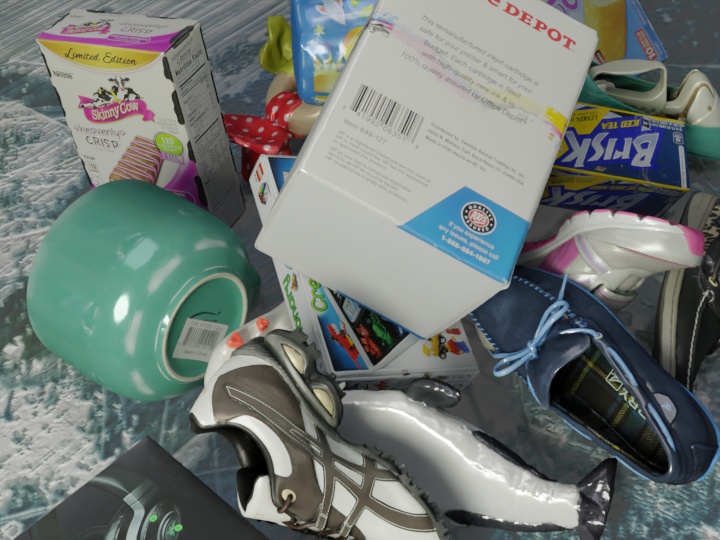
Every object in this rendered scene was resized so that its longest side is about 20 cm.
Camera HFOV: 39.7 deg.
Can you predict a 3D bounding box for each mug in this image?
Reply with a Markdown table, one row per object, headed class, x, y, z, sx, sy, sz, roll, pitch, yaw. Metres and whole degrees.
| class | x | y | z | sx | sy | sz | roll | pitch | yaw |
| --- | --- | --- | --- | --- | --- | --- | --- | --- | --- |
| mug | -0.145 | 0.012 | 0.762 | 0.114 | 0.153 | 0.185 | 26 | 51 | 31 |

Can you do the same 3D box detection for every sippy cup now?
| class | x | y | z | sx | sy | sz | roll | pitch | yaw |
| --- | --- | --- | --- | --- | --- | --- | --- | --- | --- |
| sippy cup | 0.006 | -0.198 | 0.873 | 0.129 | 0.141 | 0.178 | -6 | 30 | -7 |

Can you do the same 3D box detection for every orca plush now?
| class | x | y | z | sx | sy | sz | roll | pitch | yaw |
| --- | --- | --- | --- | --- | --- | --- | --- | --- | --- |
| orca plush | 0.069 | 0.117 | 0.662 | 0.198 | 0.106 | 0.071 | 2 | 10 | 18 |

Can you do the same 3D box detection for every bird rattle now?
| class | x | y | z | sx | sy | sz | roll | pitch | yaw |
| --- | --- | --- | --- | --- | --- | --- | --- | --- | --- |
| bird rattle | -0.052 | -0.179 | 0.977 | 0.162 | 0.113 | 0.201 | -13 | 32 | 24 |

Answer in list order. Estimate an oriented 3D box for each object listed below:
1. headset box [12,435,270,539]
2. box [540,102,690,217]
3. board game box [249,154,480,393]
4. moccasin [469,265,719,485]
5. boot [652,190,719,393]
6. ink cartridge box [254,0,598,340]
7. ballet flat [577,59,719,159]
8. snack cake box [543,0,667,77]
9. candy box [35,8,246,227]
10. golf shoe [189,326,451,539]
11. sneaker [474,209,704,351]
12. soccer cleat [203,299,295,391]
| class | x | y | z | sx | sy | sz | roll | pitch | yaw |
| --- | --- | --- | --- | --- | --- | --- | --- | --- | --- |
| headset box | -0.129 | 0.214 | 0.567 | 0.199 | 0.093 | 0.174 | 28 | 53 | 37 |
| box | 0.168 | -0.096 | 0.830 | 0.198 | 0.064 | 0.071 | 8 | 66 | -9 |
| board game box | 0.000 | 0.000 | 0.753 | 0.125 | 0.035 | 0.201 | 0 | 54 | -29 |
| moccasin | 0.141 | 0.057 | 0.641 | 0.199 | 0.081 | 0.068 | 36 | 25 | 32 |
| boot | 0.297 | 0.025 | 0.720 | 0.152 | 0.074 | 0.204 | 12 | 46 | 20 |
| ink cartridge box | 0.044 | -0.087 | 0.680 | 0.146 | 0.145 | 0.201 | 28 | 67 | -6 |
| ballet flat | 0.266 | -0.146 | 0.877 | 0.198 | 0.071 | 0.068 | 8 | 47 | -12 |
| snack cake box | 0.200 | -0.263 | 0.983 | 0.115 | 0.201 | 0.067 | -32 | 4 | -26 |
| candy box | -0.192 | -0.127 | 0.897 | 0.135 | 0.201 | 0.061 | 10 | 43 | 23 |
| golf shoe | -0.024 | 0.135 | 0.597 | 0.094 | 0.078 | 0.200 | -37 | 86 | -33 |
| sneaker | 0.158 | 0.015 | 0.719 | 0.199 | 0.081 | 0.089 | -19 | 67 | 49 |
| soccer cleat | -0.042 | 0.051 | 0.767 | 0.199 | 0.078 | 0.069 | -26 | 70 | -42 |
